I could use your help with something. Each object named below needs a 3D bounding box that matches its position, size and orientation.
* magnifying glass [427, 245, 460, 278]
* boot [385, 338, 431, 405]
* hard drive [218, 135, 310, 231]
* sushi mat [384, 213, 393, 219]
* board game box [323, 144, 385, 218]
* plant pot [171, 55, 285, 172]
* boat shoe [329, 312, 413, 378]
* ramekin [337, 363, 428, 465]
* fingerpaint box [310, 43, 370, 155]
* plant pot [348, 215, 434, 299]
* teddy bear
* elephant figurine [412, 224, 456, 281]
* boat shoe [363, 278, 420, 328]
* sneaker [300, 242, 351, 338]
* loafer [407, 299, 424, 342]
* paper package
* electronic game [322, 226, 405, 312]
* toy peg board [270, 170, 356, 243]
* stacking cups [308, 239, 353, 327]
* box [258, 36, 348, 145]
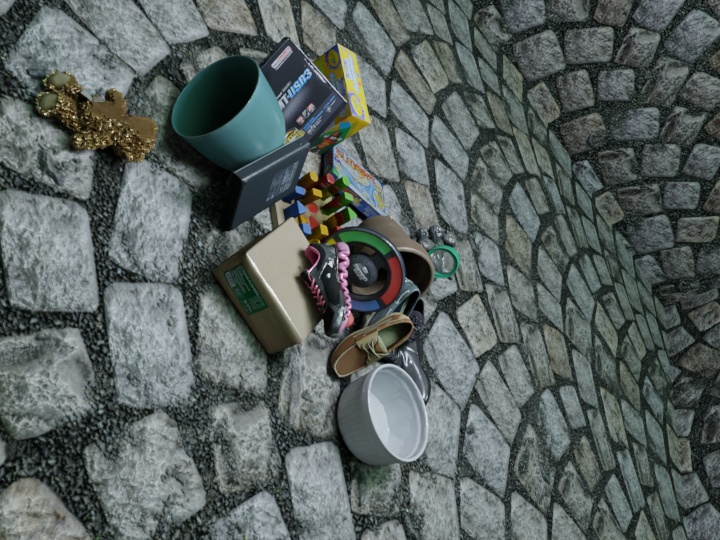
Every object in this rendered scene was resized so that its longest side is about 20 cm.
[{"bbox_3d":[0.150,-0.002,1.705,0.080,0.199,0.022,62,33,-11],"label":"magnifying glass"},{"bbox_3d":[0.090,0.216,1.616,0.131,0.070,0.201,32,33,-36],"label":"boot"},{"bbox_3d":[-0.187,-0.170,1.375,0.033,0.140,0.200,39,46,12],"label":"hard drive"},{"bbox_3d":[0.092,-0.042,1.750,0.012,0.095,0.201,-38,100,-41],"label":"sushi mat"},{"bbox_3d":[-0.015,-0.220,1.752,0.200,0.034,0.136,38,33,-35],"label":"board game box"},{"bbox_3d":[-0.239,-0.287,1.369,0.161,0.199,0.202,49,34,-49],"label":"plant pot"},{"bbox_3d":[0.026,0.153,1.469,0.199,0.074,0.076,-35,103,-16],"label":"boat shoe"},{"bbox_3d":[0.041,0.304,1.448,0.200,0.105,0.202,32,45,-39],"label":"ramekin"},{"bbox_3d":[-0.075,-0.408,1.688,0.073,0.166,0.202,14,58,-49],"label":"fingerpaint box"},{"bbox_3d":[0.057,-0.033,1.633,0.200,0.200,0.176,34,27,-37],"label":"plant pot"},{"bbox_3d":[-0.446,-0.255,1.184,0.199,0.067,0.146,14,49,-42],"label":"teddy bear"},{"bbox_3d":[0.177,-0.023,1.807,0.155,0.142,0.200,38,25,-11],"label":"elephant figurine"},{"bbox_3d":[0.066,0.112,1.548,0.073,0.062,0.201,30,90,-45],"label":"boat shoe"},{"bbox_3d":[-0.071,0.033,1.330,0.095,0.079,0.202,11,58,-25],"label":"sneaker"},{"bbox_3d":[0.120,0.109,1.657,0.072,0.063,0.200,40,12,-4],"label":"loafer"},{"bbox_3d":[-0.154,0.030,1.358,0.201,0.103,0.191,59,34,-11],"label":"paper package"},{"bbox_3d":[0.000,0.000,1.499,0.201,0.199,0.042,56,29,-12],"label":"electronic game"},{"bbox_3d":[-0.096,-0.137,1.548,0.198,0.097,0.202,13,58,-50],"label":"toy peg board"},{"bbox_3d":[-0.068,0.031,1.491,0.201,0.060,0.061,61,32,-25],"label":"stacking cups"},{"bbox_3d":[-0.160,-0.366,1.538,0.198,0.200,0.050,44,-4,-30],"label":"box"}]
